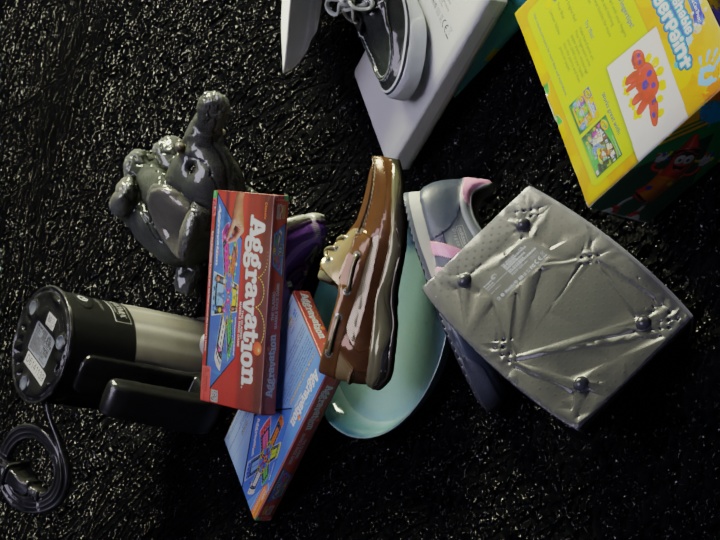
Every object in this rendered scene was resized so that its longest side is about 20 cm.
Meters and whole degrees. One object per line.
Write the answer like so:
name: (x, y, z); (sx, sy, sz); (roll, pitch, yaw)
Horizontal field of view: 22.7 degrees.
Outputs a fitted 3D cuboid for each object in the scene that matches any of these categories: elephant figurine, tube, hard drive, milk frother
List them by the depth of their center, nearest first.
hard drive: (0.152, 0.032, 1.377); (0.135, 0.042, 0.200); (-44, 48, -4)
tube: (0.128, -0.236, 1.537); (0.200, 0.050, 0.078); (-43, 42, 43)
hard drive: (0.059, -0.206, 1.594); (0.200, 0.026, 0.132); (-59, 36, 40)
elephant figurine: (-0.159, -0.074, 1.774); (0.200, 0.155, 0.142); (-3, 55, 61)
milk frother: (-0.251, 0.139, 1.790); (0.200, 0.188, 0.181); (-54, 42, 27)

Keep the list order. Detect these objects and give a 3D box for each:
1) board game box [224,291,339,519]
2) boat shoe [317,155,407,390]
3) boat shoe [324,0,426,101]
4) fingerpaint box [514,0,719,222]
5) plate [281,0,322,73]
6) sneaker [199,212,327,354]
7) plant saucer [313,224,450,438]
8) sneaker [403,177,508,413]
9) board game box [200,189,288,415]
board game box: (-0.073, 0.127, 1.660); (0.200, 0.019, 0.103); (-64, 36, 36)
boat shoe: (0.000, 0.000, 1.538); (0.076, 0.074, 0.201); (74, -159, -79)
boat shoe: (0.010, -0.243, 1.593); (0.074, 0.068, 0.200); (-36, 54, 55)
fingerpaint box: (0.221, -0.167, 1.369); (0.167, 0.073, 0.200); (-45, 48, 36)
plate: (-0.048, -0.310, 1.674); (0.200, 0.032, 0.200); (-93, 10, -60)
sneaker: (-0.076, 0.031, 1.711); (0.083, 0.081, 0.200); (46, 124, 29)
plant saucer: (0.021, 0.051, 1.599); (0.200, 0.027, 0.201); (-18, 66, 48)
sneaker: (0.100, 0.014, 1.481); (0.082, 0.070, 0.200); (-19, 77, 4)
board game box: (-0.108, 0.028, 1.662); (0.103, 0.019, 0.201); (7, 94, 51)
